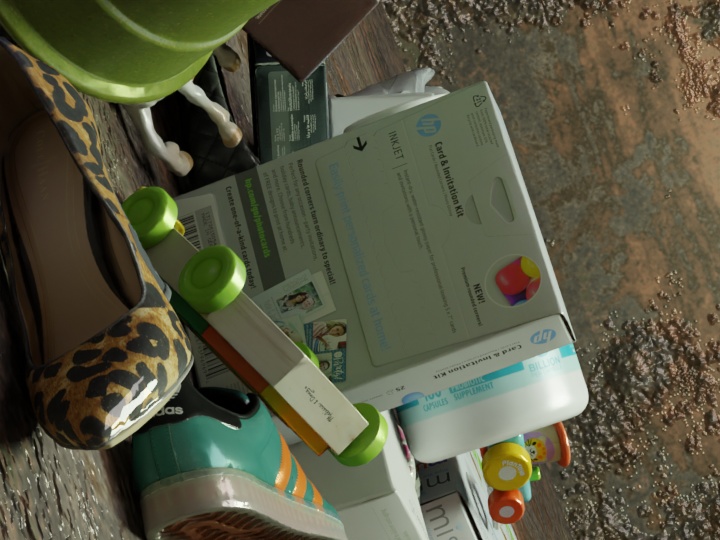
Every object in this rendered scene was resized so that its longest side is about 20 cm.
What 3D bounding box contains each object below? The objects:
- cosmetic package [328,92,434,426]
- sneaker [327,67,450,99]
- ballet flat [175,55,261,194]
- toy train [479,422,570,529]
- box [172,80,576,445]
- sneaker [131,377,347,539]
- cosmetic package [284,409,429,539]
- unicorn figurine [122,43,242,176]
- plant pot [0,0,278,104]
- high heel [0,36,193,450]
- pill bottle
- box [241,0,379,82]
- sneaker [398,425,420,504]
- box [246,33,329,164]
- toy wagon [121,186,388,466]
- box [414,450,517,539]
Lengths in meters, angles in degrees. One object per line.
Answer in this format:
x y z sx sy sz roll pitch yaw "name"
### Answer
0.019 -0.001 1.644 0.102 0.071 0.201 91 -5 -67 "cosmetic package"
0.004 -0.088 1.853 0.200 0.114 0.075 146 -73 -73 "sneaker"
-0.087 -0.124 1.585 0.067 0.057 0.201 63 18 -66 "ballet flat"
0.094 0.060 1.631 0.150 0.055 0.201 52 29 -84 "toy train"
0.000 0.000 1.417 0.041 0.199 0.156 56 15 -58 "box"
-0.057 0.097 1.243 0.200 0.071 0.080 47 29 -69 "sneaker"
-0.029 0.073 1.475 0.108 0.084 0.201 64 8 -59 "cosmetic package"
-0.115 -0.124 1.458 0.137 0.074 0.200 52 3 -40 "unicorn figurine"
-0.062 -0.199 1.230 0.200 0.189 0.201 22 61 -47 "plant pot"
-0.128 -0.012 1.051 0.143 0.071 0.200 61 8 -19 "high heel"
0.052 0.003 1.507 0.111 0.110 0.201 13 58 -82 "pill bottle"
-0.088 -0.208 1.496 0.200 0.075 0.100 40 7 -23 "box"
0.012 0.182 1.553 0.088 0.073 0.201 63 15 -46 "sneaker"
-0.046 -0.079 1.675 0.159 0.046 0.201 -99 -174 -59 "box"
-0.068 0.021 1.311 0.200 0.040 0.155 40 -7 47 "toy wagon"
0.051 0.188 1.725 0.177 0.096 0.201 -96 165 -60 "box"
